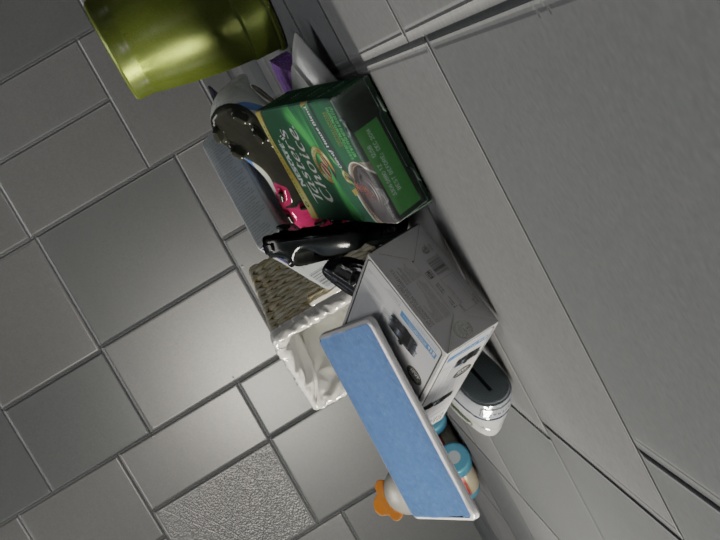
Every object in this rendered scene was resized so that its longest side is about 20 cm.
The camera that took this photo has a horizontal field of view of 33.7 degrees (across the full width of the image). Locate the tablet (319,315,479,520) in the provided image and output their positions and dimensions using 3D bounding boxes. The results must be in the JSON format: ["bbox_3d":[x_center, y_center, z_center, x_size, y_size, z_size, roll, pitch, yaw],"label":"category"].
[{"bbox_3d":[0.033,0.139,1.088,0.202,0.014,0.130,62,154,-2],"label":"tablet"}]

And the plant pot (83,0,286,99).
[{"bbox_3d":[-0.219,-0.308,1.418,0.202,0.191,0.200,60,176,7],"label":"plant pot"}]

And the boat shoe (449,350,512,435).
[{"bbox_3d":[0.077,0.082,1.175,0.067,0.073,0.201,92,153,-47],"label":"boat shoe"}]

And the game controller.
[{"bbox_3d":[-0.019,-0.035,1.134,0.200,0.103,0.043,-18,-88,-74],"label":"game controller"}]

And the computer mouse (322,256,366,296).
[{"bbox_3d":[0.000,0.000,1.187,0.058,0.034,0.200,35,172,-7],"label":"computer mouse"}]

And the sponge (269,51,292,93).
[{"bbox_3d":[-0.053,-0.186,1.345,0.113,0.030,0.200,61,177,-19],"label":"sponge"}]

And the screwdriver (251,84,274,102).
[{"bbox_3d":[-0.038,-0.123,1.161,0.199,0.028,0.029,36,133,24],"label":"screwdriver"}]

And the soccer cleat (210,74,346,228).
[{"bbox_3d":[-0.075,-0.120,1.232,0.200,0.069,0.087,47,-146,-29],"label":"soccer cleat"}]

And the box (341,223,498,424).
[{"bbox_3d":[0.043,0.065,1.078,0.117,0.060,0.201,52,153,17],"label":"box"}]

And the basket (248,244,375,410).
[{"bbox_3d":[-0.039,0.058,1.738,0.162,0.196,0.201,60,177,39],"label":"basket"}]

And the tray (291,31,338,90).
[{"bbox_3d":[-0.041,-0.147,1.211,0.108,0.022,0.201,51,165,17],"label":"tray"}]

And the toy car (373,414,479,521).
[{"bbox_3d":[0.101,0.371,2.188,0.178,0.198,0.185,58,176,27],"label":"toy car"}]

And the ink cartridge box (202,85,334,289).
[{"bbox_3d":[-0.103,-0.088,1.341,0.202,0.040,0.199,62,-168,23],"label":"ink cartridge box"}]

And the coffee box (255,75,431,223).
[{"bbox_3d":[-0.020,-0.103,1.055,0.124,0.044,0.199,61,162,-16],"label":"coffee box"}]
